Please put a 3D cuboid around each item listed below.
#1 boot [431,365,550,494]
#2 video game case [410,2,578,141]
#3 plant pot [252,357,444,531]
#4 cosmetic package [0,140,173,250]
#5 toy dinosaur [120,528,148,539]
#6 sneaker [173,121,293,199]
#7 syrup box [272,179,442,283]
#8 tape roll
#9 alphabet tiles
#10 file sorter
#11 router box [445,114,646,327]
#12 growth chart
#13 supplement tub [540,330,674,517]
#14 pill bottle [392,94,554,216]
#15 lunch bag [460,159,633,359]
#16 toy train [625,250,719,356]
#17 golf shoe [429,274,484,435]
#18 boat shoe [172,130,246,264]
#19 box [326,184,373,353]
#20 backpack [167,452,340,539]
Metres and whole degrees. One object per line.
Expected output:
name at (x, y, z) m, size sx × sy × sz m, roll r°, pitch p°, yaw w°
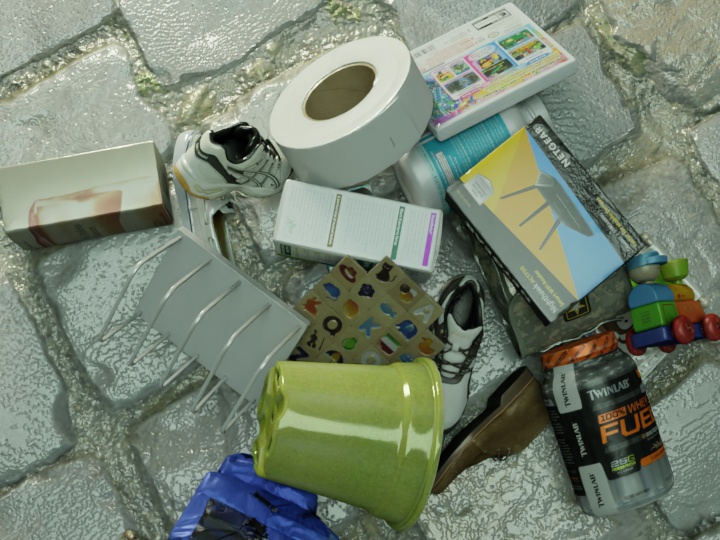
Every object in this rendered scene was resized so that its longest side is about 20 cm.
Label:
boot at (0.161, 0.214, 1.440) m, size 0.200 × 0.074 × 0.076 m, roll -43°, pitch 94°, yaw -10°
video game case at (0.149, -0.257, 1.485) m, size 0.198 × 0.024 × 0.183 m, roll -27°, pitch 42°, yaw -5°
plant pot at (-0.023, 0.185, 1.336) m, size 0.181 × 0.200 × 0.204 m, roll 11°, pitch 80°, yaw -15°
cosmetic package at (-0.342, -0.092, 1.459) m, size 0.197 × 0.103 × 0.089 m, roll -10°, pitch 80°, yaw -2°
toy dinosaur at (-0.257, 0.416, 1.405) m, size 0.087 × 0.047 × 0.202 m, roll -29°, pitch 86°, yaw -13°
sneaker at (-0.134, -0.140, 1.430) m, size 0.076 × 0.199 × 0.088 m, roll 51°, pitch 124°, yaw 14°
syrup box at (-0.003, -0.046, 1.420) m, size 0.197 × 0.079 × 0.083 m, roll 12°, pitch 80°, yaw 0°
tape roll at (-0.011, -0.196, 1.434) m, size 0.202 × 0.202 × 0.071 m, roll -40°, pitch 127°, yaw -7°
alphabet tiles at (0.001, 0.077, 1.419) m, size 0.166 × 0.006 × 0.200 m, roll 42°, pitch 116°, yaw -11°
file sorter at (-0.191, 0.077, 1.395) m, size 0.199 × 0.125 × 0.140 m, roll 36°, pitch 118°, yaw 4°
router box at (0.217, -0.058, 1.376) m, size 0.149 × 0.051 × 0.201 m, roll -38°, pitch 80°, yaw -4°
growth chart at (0.351, 0.062, 1.494) m, size 0.144 × 0.018 × 0.201 m, roll 40°, pitch 81°, yaw 6°
supplement tub at (0.294, 0.184, 1.410) m, size 0.121 × 0.123 × 0.203 m, roll -19°, pitch 87°, yaw -5°
pill bottle at (0.144, -0.151, 1.477) m, size 0.198 × 0.111 × 0.112 m, roll -27°, pitch 82°, yaw -5°
lunch bag at (0.236, -0.007, 1.452) m, size 0.162 × 0.118 × 0.202 m, roll -23°, pitch 84°, yaw -4°
toy train at (0.401, 0.037, 1.444) m, size 0.198 × 0.084 × 0.118 m, roll -1°, pitch 76°, yaw -44°
golf shoe at (0.110, 0.101, 1.443) m, size 0.076 × 0.095 × 0.203 m, roll 9°, pitch 82°, yaw -1°
boat shoe at (-0.181, -0.079, 1.462) m, size 0.085 × 0.074 × 0.206 m, roll -8°, pitch 83°, yaw 20°
box at (0.000, 0.000, 1.478) m, size 0.081 × 0.049 × 0.203 m, roll -14°, pitch 81°, yaw -4°
backpack at (-0.111, 0.324, 1.364) m, size 0.198 × 0.163 × 0.169 m, roll 29°, pitch 65°, yaw 5°
